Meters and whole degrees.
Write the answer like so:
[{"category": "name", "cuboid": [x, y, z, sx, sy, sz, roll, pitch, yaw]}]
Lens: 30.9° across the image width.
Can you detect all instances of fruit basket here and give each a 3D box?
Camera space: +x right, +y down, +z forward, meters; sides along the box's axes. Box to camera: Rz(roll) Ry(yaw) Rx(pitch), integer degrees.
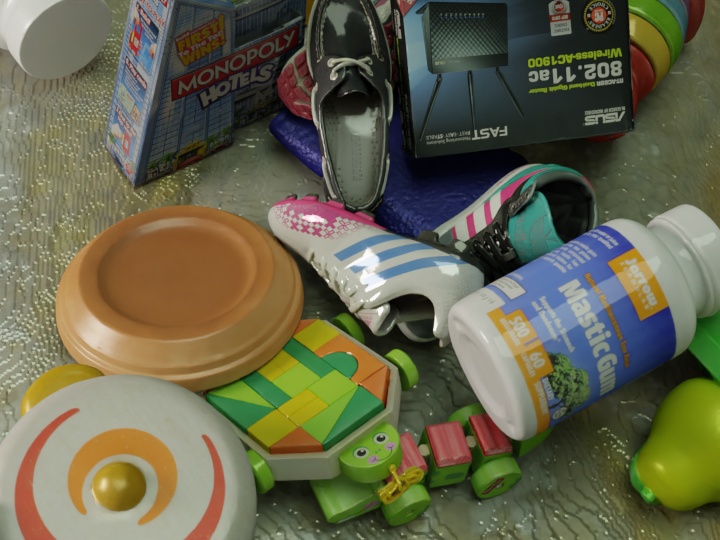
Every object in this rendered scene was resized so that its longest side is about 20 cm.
[{"category": "fruit basket", "cuboid": [0.307, 0.111, 1.011, 0.155, 0.215, 0.217, 13, 42, -50]}]

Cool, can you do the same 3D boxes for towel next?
[{"category": "towel", "cuboid": [0.034, -0.105, 1.162, 0.200, 0.050, 0.147, 41, 66, 20]}]

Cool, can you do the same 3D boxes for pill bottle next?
[{"category": "pill bottle", "cuboid": [0.173, 0.031, 0.952, 0.199, 0.112, 0.113, -27, 63, -10]}, {"category": "pill bottle", "cuboid": [-0.318, -0.274, 1.185, 0.115, 0.116, 0.200, -29, 65, -24]}]

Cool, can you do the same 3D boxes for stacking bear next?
[{"category": "stacking bear", "cuboid": [0.242, -0.203, 1.220, 0.120, 0.114, 0.201, 23, 61, 9]}]

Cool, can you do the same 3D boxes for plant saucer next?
[{"category": "plant saucer", "cuboid": [-0.144, 0.012, 1.034, 0.198, 0.038, 0.201, 0, 44, 0]}]

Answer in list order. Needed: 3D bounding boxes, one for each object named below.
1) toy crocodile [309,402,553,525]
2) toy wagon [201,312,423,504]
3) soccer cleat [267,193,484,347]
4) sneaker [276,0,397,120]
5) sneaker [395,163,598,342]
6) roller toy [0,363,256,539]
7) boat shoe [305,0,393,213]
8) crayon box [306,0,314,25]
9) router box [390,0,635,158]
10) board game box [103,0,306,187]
[{"category": "toy crocodile", "cuboid": [0.058, 0.141, 0.985, 0.198, 0.062, 0.068, -14, 59, -16]}, {"category": "toy wagon", "cuboid": [-0.029, 0.104, 0.975, 0.155, 0.040, 0.199, -33, 41, -25]}, {"category": "soccer cleat", "cuboid": [0.000, 0.000, 1.023, 0.198, 0.070, 0.087, 17, 75, 28]}, {"category": "sneaker", "cuboid": [0.013, -0.201, 1.154, 0.199, 0.081, 0.075, -32, 28, -9]}, {"category": "sneaker", "cuboid": [0.120, -0.015, 1.047, 0.200, 0.121, 0.084, -45, 106, -17]}, {"category": "roller toy", "cuboid": [-0.162, 0.170, 0.889, 0.180, 0.140, 0.201, 12, 55, 0]}, {"category": "boat shoe", "cuboid": [-0.008, -0.142, 1.074, 0.073, 0.060, 0.202, 0, 91, -4]}, {"category": "crayon box", "cuboid": [-0.025, -0.305, 1.284, 0.198, 0.051, 0.128, -8, 58, -12]}, {"category": "router box", "cuboid": [0.127, -0.183, 1.098, 0.198, 0.152, 0.062, -8, 14, -6]}, {"category": "board game box", "cuboid": [-0.124, -0.191, 1.103, 0.199, 0.201, 0.062, -27, 62, -23]}]
